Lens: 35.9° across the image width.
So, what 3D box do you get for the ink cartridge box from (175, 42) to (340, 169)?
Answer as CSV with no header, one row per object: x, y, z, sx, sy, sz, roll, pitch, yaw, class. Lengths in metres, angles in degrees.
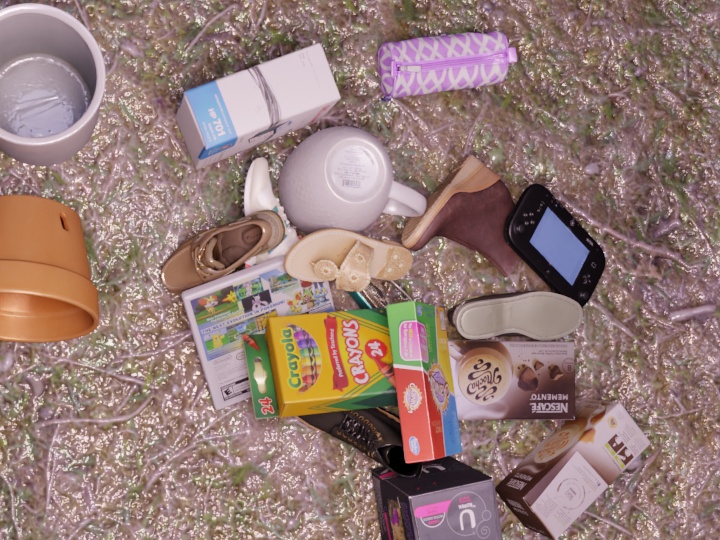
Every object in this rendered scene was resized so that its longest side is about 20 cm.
-0.142,-0.222,1.510,0.197,0.146,0.087,-22,90,-15,ink cartridge box

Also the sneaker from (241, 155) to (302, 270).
-0.115,-0.056,1.530,0.092,0.070,0.204,0,97,-2,sneaker

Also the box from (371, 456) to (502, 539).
0.100,0.325,1.504,0.120,0.200,0.108,-9,92,-14,box

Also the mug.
-0.004,-0.115,1.523,0.197,0.175,0.150,18,82,-12,mug

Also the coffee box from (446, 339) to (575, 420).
0.206,0.159,1.606,0.196,0.080,0.115,2,84,-14,coffee box

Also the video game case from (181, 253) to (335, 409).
-0.128,0.077,1.515,0.197,0.022,0.185,-20,120,-15,video game case

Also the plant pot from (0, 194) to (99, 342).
-0.427,-0.004,1.410,0.197,0.200,0.142,5,68,-14,plant pot

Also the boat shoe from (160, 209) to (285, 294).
-0.195,-0.024,1.480,0.198,0.064,0.072,-28,89,22,boat shoe

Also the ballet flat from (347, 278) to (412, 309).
0.049,0.070,1.581,0.075,0.068,0.202,-30,90,-17,ballet flat

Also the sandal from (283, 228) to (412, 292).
0.002,-0.005,1.489,0.209,0.070,0.079,1,117,-40,sandal

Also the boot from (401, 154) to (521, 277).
0.164,-0.053,1.600,0.167,0.072,0.200,49,59,-11,boot

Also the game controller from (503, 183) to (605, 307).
0.288,-0.035,1.635,0.200,0.042,0.105,42,78,-29,game controller

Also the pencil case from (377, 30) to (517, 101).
0.120,-0.302,1.615,0.197,0.085,0.085,-11,91,-16,pencil case

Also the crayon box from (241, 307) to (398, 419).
-0.050,0.123,1.473,0.197,0.051,0.129,-5,61,-17,crayon box

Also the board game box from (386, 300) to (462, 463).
0.086,0.148,1.479,0.040,0.153,0.204,-10,82,18,board game box

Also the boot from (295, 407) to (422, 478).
-0.006,0.212,1.512,0.197,0.138,0.079,20,96,-11,boot

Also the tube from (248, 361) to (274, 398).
-0.052,0.146,1.517,0.196,0.052,0.059,-3,75,-14,tube

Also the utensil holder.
-0.410,-0.225,1.414,0.167,0.200,0.173,1,85,-14,utensil holder

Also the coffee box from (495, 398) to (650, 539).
0.304,0.283,1.606,0.200,0.114,0.080,-41,97,-14,coffee box

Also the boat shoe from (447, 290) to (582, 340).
0.226,0.063,1.628,0.198,0.061,0.073,-1,98,-15,boat shoe
